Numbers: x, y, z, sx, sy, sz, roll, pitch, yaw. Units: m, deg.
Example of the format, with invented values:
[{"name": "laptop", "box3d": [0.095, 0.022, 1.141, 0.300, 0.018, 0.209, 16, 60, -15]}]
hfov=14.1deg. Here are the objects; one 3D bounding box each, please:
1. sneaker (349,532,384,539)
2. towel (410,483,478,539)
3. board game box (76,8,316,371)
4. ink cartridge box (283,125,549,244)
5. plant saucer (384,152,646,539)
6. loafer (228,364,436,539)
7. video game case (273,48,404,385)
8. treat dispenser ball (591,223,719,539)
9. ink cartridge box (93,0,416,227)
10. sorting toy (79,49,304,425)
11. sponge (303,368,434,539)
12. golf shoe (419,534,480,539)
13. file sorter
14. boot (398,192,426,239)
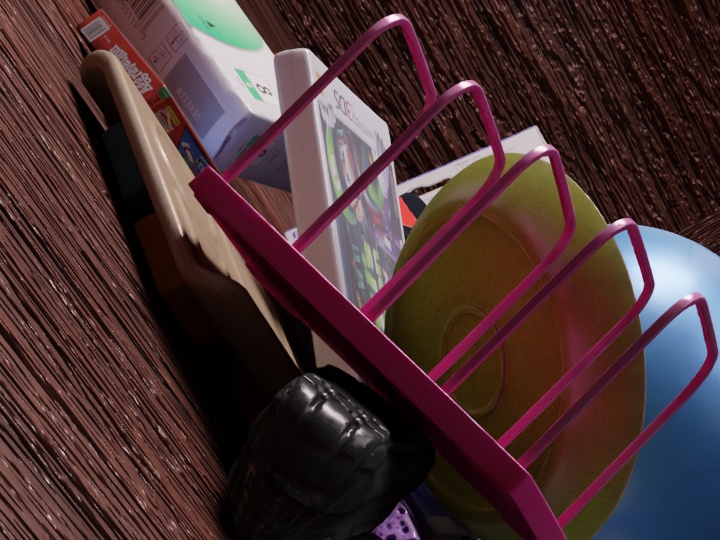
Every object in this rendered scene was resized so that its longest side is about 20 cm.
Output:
[{"name": "sneaker", "box3d": [0.082, 0.179, 1.266, 0.201, 0.140, 0.078, 61, 7, -8]}, {"name": "towel", "box3d": [0.102, 0.185, 1.563, 0.147, 0.024, 0.200, 30, -21, 37]}, {"name": "board game box", "box3d": [-0.080, -0.039, 1.525, 0.200, 0.019, 0.103, 59, -5, -35]}, {"name": "ink cartridge box", "box3d": [0.054, -0.013, 1.945, 0.200, 0.197, 0.044, -109, 176, -67]}, {"name": "plant saucer", "box3d": [0.065, 0.043, 1.420, 0.200, 0.031, 0.201, 13, -75, 56]}, {"name": "loafer", "box3d": [-0.016, 0.082, 1.219, 0.068, 0.070, 0.201, 38, 5, 9]}, {"name": "video game case", "box3d": [0.000, 0.000, 1.531, 0.182, 0.023, 0.201, 35, 46, -73]}, {"name": "treat dispenser ball", "box3d": [0.140, 0.075, 1.603, 0.201, 0.200, 0.201, 61, 3, -6]}, {"name": "ink cartridge box", "box3d": [-0.049, -0.107, 1.675, 0.200, 0.050, 0.161, 14, 33, -49]}, {"name": "sorting toy", "box3d": [-0.067, 0.011, 1.371, 0.185, 0.036, 0.200, 59, 0, -42]}, {"name": "sponge", "box3d": [0.015, 0.132, 1.615, 0.112, 0.030, 0.200, 60, 2, -35]}, {"name": "golf shoe", "box3d": [0.078, 0.216, 1.488, 0.200, 0.072, 0.092, 52, 30, -31]}, {"name": "file sorter", "box3d": [0.048, 0.005, 1.288, 0.200, 0.125, 0.139, 43, -5, 19]}, {"name": "boot", "box3d": [-0.024, 0.014, 1.708, 0.075, 0.097, 0.200, 63, 25, 0]}]
